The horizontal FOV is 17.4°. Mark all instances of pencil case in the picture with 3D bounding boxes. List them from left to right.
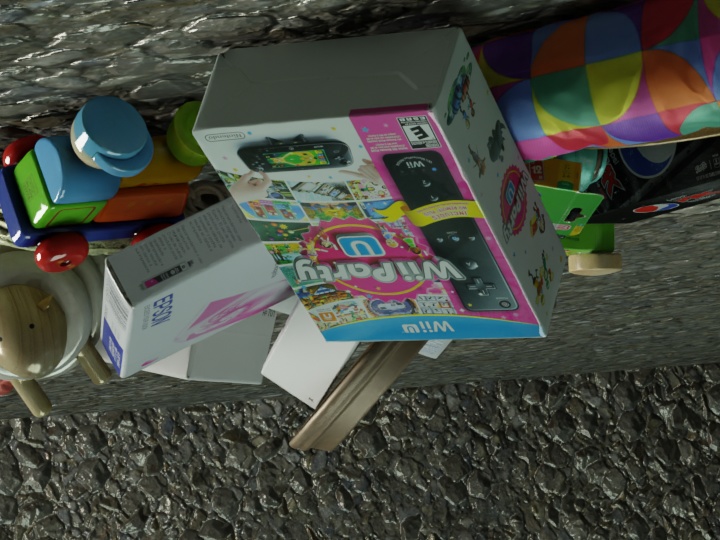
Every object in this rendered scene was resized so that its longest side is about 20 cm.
[{"bbox_3d":[0.141,-0.104,1.323,0.200,0.089,0.088,-8,173,31],"label":"pencil case"}]

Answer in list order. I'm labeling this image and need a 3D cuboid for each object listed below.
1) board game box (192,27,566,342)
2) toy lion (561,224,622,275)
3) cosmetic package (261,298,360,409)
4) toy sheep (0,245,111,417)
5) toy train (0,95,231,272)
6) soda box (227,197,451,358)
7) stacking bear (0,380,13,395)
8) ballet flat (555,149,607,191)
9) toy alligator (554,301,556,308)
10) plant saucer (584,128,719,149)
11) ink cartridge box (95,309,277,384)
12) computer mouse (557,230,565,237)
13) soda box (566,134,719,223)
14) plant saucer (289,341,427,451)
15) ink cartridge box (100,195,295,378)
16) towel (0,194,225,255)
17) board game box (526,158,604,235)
[{"bbox_3d":[0.015,-0.043,1.332,0.147,0.064,0.200,-3,142,25],"label":"board game box"},{"bbox_3d":[0.100,-0.029,1.992,0.191,0.069,0.200,-3,176,32],"label":"toy lion"},{"bbox_3d":[0.000,0.000,1.540,0.051,0.083,0.200,32,138,1],"label":"cosmetic package"},{"bbox_3d":[-0.234,0.014,1.659,0.137,0.138,0.200,-6,-154,-8],"label":"toy sheep"},{"bbox_3d":[-0.115,-0.065,1.460,0.200,0.085,0.116,-6,157,-38],"label":"toy train"},{"bbox_3d":[-0.014,-0.001,1.751,0.200,0.068,0.063,17,127,-30],"label":"soda box"},{"bbox_3d":[-0.340,0.013,1.707,0.113,0.122,0.200,4,170,31],"label":"stacking bear"},{"bbox_3d":[0.116,-0.067,1.686,0.070,0.068,0.200,4,166,-11],"label":"ballet flat"},{"bbox_3d":[0.064,-0.033,1.731,0.200,0.059,0.054,26,136,-2],"label":"toy alligator"},{"bbox_3d":[0.201,-0.115,1.485,0.200,0.036,0.200,-7,173,-1],"label":"plant saucer"},{"bbox_3d":[-0.184,0.029,1.839,0.199,0.086,0.146,12,180,22],"label":"ink cartridge box"},{"bbox_3d":[0.048,-0.054,1.646,0.199,0.034,0.059,11,179,0],"label":"computer mouse"},{"bbox_3d":[0.229,-0.081,1.660,0.071,0.064,0.200,-1,170,-38],"label":"soda box"},{"bbox_3d":[0.023,0.053,1.641,0.200,0.029,0.200,-50,180,0],"label":"plant saucer"},{"bbox_3d":[-0.070,-0.009,1.501,0.200,0.043,0.196,-26,169,-12],"label":"ink cartridge box"},{"bbox_3d":[-0.184,-0.037,1.562,0.200,0.037,0.148,-3,-167,-38],"label":"towel"},{"bbox_3d":[0.058,-0.060,1.575,0.199,0.030,0.096,12,163,-3],"label":"board game box"}]
